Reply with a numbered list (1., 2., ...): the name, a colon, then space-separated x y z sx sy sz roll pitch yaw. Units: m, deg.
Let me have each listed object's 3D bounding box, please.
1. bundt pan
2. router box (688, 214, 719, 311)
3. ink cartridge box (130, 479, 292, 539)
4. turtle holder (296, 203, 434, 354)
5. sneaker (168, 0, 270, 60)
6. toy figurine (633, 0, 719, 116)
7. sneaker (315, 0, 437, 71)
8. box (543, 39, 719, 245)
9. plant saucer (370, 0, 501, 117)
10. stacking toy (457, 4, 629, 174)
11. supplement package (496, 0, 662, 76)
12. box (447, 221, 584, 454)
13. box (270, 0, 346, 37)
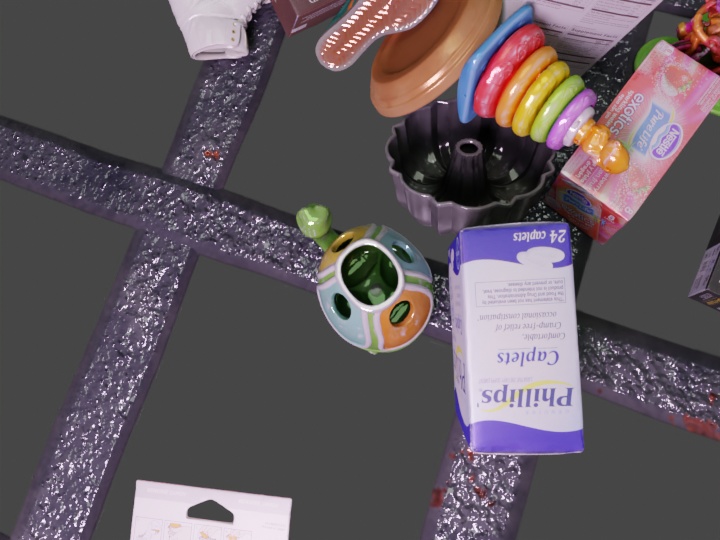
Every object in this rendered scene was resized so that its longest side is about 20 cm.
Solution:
1. bundt pan: 0.126 -0.116 0.672 0.195 0.077 0.206 -2 49 2
2. router box: 0.494 -0.029 0.644 0.154 0.052 0.204 25 82 12
3. ink cartridge box: -0.175 0.345 0.654 0.193 0.045 0.182 4 79 8
4. turtle holder: 0.011 0.000 0.660 0.137 0.132 0.191 -16 76 4
5. sneaker: -0.163 -0.366 0.803 0.195 0.074 0.119 -21 92 -4
6. toy figurine: 0.442 -0.286 0.640 0.193 0.184 0.155 0 77 8
7. sneaker: 0.023 -0.340 0.725 0.196 0.071 0.082 -19 42 37
8. box: 0.320 -0.147 0.668 0.094 0.103 0.201 37 84 13
9. plant saucer: 0.081 -0.283 0.697 0.198 0.037 0.204 -32 38 29
10. stacking toy: 0.209 -0.174 0.607 0.109 0.117 0.200 -42 71 -12
11. supplement package: 0.242 -0.353 0.653 0.146 0.200 0.157 4 77 -12
12. box: 0.150 0.065 0.587 0.101 0.184 0.207 -3 87 6
13. box: -0.096 -0.433 0.743 0.099 0.075 0.204 -31 101 -16
